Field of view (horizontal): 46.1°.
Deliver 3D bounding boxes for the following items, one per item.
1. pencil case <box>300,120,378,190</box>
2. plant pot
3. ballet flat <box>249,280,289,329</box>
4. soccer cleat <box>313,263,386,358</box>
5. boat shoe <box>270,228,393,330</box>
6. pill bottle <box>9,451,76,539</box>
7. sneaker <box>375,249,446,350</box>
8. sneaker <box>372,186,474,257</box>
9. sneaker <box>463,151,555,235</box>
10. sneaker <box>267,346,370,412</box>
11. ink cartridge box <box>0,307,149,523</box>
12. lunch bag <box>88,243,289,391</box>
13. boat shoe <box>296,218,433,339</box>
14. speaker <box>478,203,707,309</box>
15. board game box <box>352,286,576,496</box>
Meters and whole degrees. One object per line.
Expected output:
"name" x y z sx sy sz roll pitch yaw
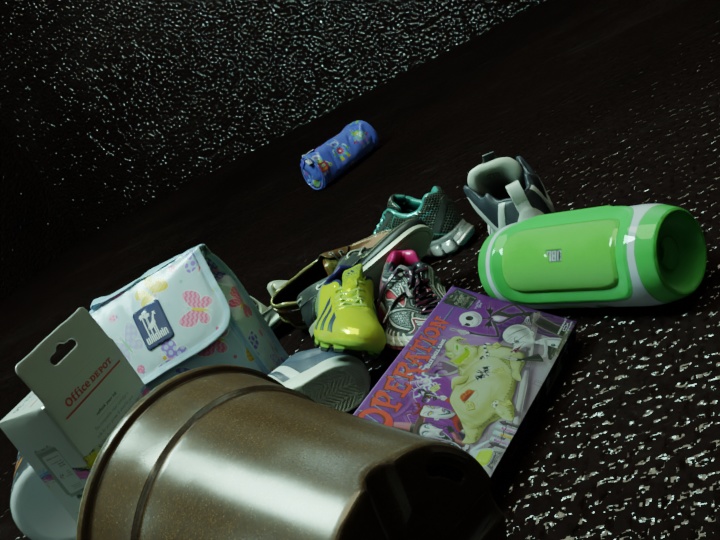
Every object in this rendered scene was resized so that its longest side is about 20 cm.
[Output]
"pencil case" -0.050 -0.260 1.879 0.200 0.087 0.078 -40 -4 -31
"plant pot" -0.034 0.164 0.511 0.198 0.201 0.200 -1 34 46
"ballet flat" -0.121 0.050 1.159 0.200 0.064 0.067 -37 5 -17
"soccer cleat" -0.012 0.036 0.849 0.065 0.084 0.200 13 6 -9
"boat shoe" -0.022 0.008 1.072 0.200 0.068 0.072 -36 54 11
"pill bottle" -0.340 0.226 0.973 0.106 0.106 0.200 -34 17 -11
"sneaker" 0.055 0.032 0.857 0.080 0.075 0.200 -1 13 -14
"sneaker" 0.054 -0.059 1.129 0.200 0.091 0.078 -17 21 38
"sneaker" 0.164 -0.080 0.937 0.079 0.130 0.199 -27 17 11
"sneaker" -0.085 0.132 0.871 0.199 0.075 0.085 -20 19 3
"ink cartridge box" -0.257 0.149 0.810 0.067 0.200 0.117 -21 19 26
"lunch bag" -0.192 0.092 0.940 0.169 0.200 0.127 -28 17 6
"boat shoe" 0.000 0.000 0.991 0.200 0.068 0.072 -42 -33 26
"speaker" 0.200 -0.009 0.758 0.088 0.089 0.200 -41 20 -30
"board game box" 0.085 0.091 0.679 0.120 0.032 0.200 12 39 28
